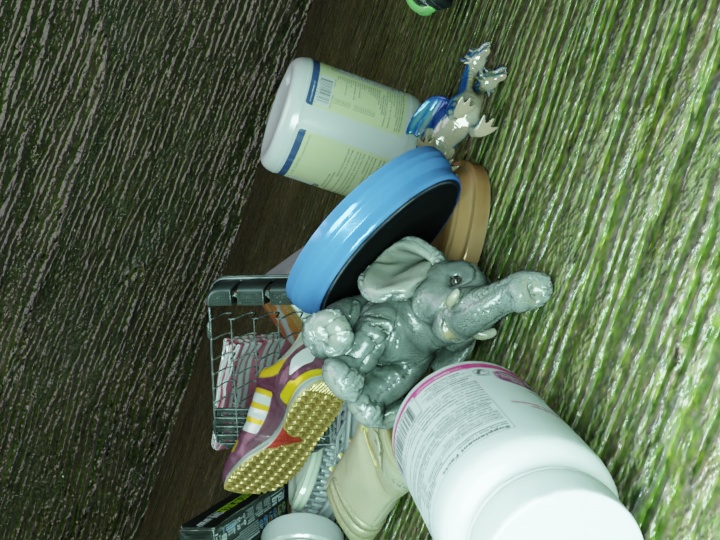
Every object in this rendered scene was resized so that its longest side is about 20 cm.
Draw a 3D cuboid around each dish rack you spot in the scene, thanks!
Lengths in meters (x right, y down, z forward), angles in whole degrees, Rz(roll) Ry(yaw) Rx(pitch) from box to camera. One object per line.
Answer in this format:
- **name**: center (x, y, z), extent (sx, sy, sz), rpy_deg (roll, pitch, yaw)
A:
- **dish rack**: center (-0.030, 0.223, 1.175), extent (0.200, 0.043, 0.172), rpy_deg (121, 160, -43)
- **dish rack**: center (-0.097, 0.107, 1.125), extent (0.055, 0.153, 0.200), rpy_deg (-38, -53, -77)

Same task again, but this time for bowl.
- **bowl**: center (0.017, -0.029, 0.947), extent (0.201, 0.039, 0.201), rpy_deg (-41, -17, -15)

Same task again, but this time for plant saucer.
- **plant saucer**: center (0.080, -0.022, 1.069), extent (0.200, 0.032, 0.200), rpy_deg (-162, 90, -77)

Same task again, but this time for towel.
- **towel**: center (-0.119, 0.159, 1.346), extent (0.030, 0.200, 0.147), rpy_deg (10, 95, 35)

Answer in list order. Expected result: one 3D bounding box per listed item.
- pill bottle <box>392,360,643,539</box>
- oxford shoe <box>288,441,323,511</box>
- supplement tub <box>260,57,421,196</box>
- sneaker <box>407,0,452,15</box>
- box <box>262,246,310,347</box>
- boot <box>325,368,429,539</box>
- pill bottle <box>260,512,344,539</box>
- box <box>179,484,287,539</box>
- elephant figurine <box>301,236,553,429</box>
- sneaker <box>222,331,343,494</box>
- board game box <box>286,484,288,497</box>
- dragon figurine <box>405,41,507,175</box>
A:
- **pill bottle**: center (0.094, 0.140, 0.638), extent (0.200, 0.113, 0.113), rpy_deg (-126, 55, -73)
- **oxford shoe**: center (-0.074, 0.192, 1.180), extent (0.200, 0.058, 0.075), rpy_deg (-88, 21, -44)
- **supplement tub**: center (-0.009, -0.163, 1.232), extent (0.145, 0.200, 0.145), rpy_deg (-163, 90, -76)
- **sneaker**: center (0.127, -0.423, 1.299), extent (0.084, 0.077, 0.200), rpy_deg (25, 99, 55)
- **box**: center (-0.052, 0.040, 1.252), extent (0.097, 0.124, 0.200), rpy_deg (-36, 7, -13)
- **boot**: center (0.015, 0.155, 1.010), extent (0.200, 0.073, 0.156), rpy_deg (-102, 30, -43)
- **pill bottle**: center (-0.062, 0.347, 0.994), extent (0.200, 0.114, 0.114), rpy_deg (-90, 22, -51)
- **box**: center (-0.125, 0.342, 1.078), extent (0.200, 0.047, 0.193), rpy_deg (-11, -81, -73)
- **elephant figurine**: center (0.060, 0.040, 0.883), extent (0.200, 0.142, 0.155), rpy_deg (-38, 61, 5)
- **sneaker**: center (-0.087, 0.155, 1.071), extent (0.200, 0.075, 0.090), rpy_deg (-50, 39, 27)
- **board game box**: center (-0.107, 0.215, 1.300), extent (0.200, 0.039, 0.158), rpy_deg (-54, -32, -62)
- **dragon figurine**: center (0.087, -0.147, 1.059), extent (0.200, 0.059, 0.099), rpy_deg (-50, 17, 16)
